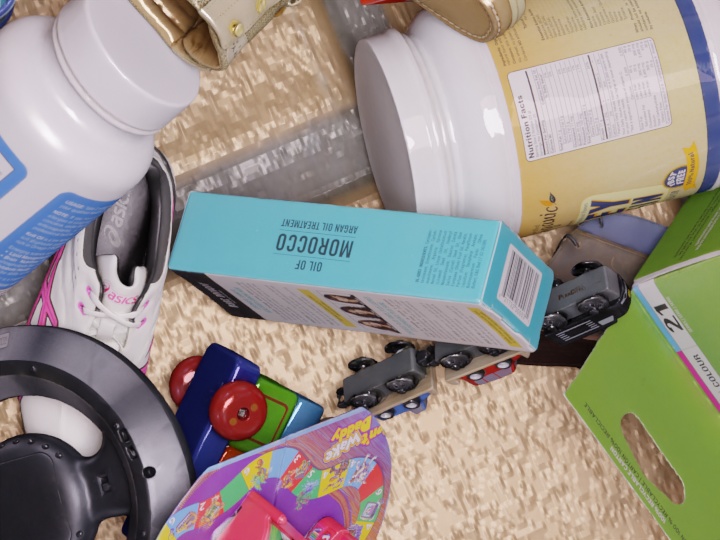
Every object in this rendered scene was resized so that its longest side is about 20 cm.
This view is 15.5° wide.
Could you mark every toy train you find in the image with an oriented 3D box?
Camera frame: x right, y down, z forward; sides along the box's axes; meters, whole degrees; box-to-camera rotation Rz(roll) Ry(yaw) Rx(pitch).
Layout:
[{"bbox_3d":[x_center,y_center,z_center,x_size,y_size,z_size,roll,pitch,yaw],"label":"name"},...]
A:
[{"bbox_3d":[-0.080,0.154,1.521,0.115,0.085,0.201,26,89,-25],"label":"toy train"},{"bbox_3d":[0.069,0.044,1.511,0.046,0.199,0.034,29,47,-44],"label":"toy train"}]

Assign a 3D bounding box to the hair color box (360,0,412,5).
[{"bbox_3d":[0.042,-0.260,1.536,0.101,0.061,0.201,-9,90,-34],"label":"hair color box"}]

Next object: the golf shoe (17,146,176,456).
[{"bbox_3d":[-0.150,0.024,1.498,0.072,0.092,0.201,10,88,-11],"label":"golf shoe"}]

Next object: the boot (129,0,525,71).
[{"bbox_3d":[-0.024,-0.154,1.408,0.200,0.073,0.156,39,63,-5],"label":"boot"}]

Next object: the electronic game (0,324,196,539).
[{"bbox_3d":[-0.180,0.130,1.476,0.199,0.042,0.201,1,93,22],"label":"electronic game"}]

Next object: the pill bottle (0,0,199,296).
[{"bbox_3d":[-0.182,-0.067,1.438,0.200,0.112,0.112,-36,96,28],"label":"pill bottle"}]

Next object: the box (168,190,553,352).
[{"bbox_3d":[0.000,0.000,1.473,0.199,0.082,0.049,6,72,29],"label":"box"}]

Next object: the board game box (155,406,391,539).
[{"bbox_3d":[-0.041,0.166,1.467,0.200,0.039,0.159,-19,131,-43],"label":"board game box"}]

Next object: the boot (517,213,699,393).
[{"bbox_3d":[0.115,0.006,1.565,0.199,0.075,0.097,20,67,-8],"label":"boot"}]

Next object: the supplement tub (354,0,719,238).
[{"bbox_3d":[0.107,-0.096,1.517,0.199,0.144,0.145,-14,91,-9],"label":"supplement tub"}]

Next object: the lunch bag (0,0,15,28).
[{"bbox_3d":[-0.285,-0.216,1.484,0.160,0.082,0.201,-16,91,-11],"label":"lunch bag"}]

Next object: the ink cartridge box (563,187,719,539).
[{"bbox_3d":[0.218,0.056,1.506,0.148,0.076,0.200,53,44,-16],"label":"ink cartridge box"}]
